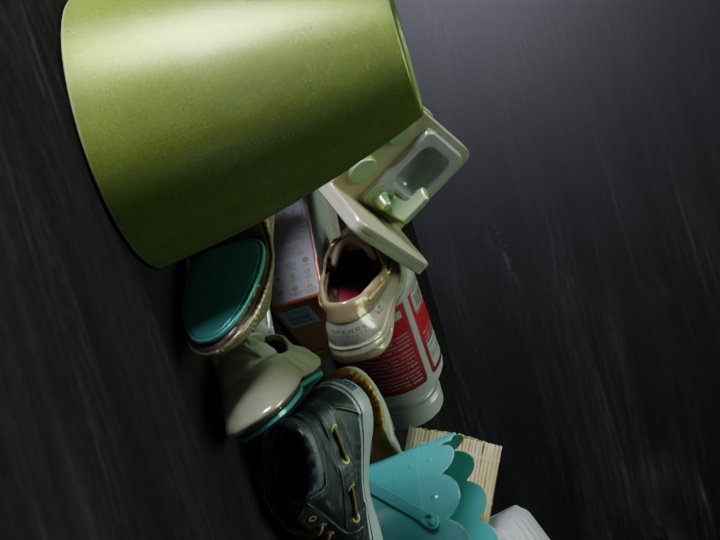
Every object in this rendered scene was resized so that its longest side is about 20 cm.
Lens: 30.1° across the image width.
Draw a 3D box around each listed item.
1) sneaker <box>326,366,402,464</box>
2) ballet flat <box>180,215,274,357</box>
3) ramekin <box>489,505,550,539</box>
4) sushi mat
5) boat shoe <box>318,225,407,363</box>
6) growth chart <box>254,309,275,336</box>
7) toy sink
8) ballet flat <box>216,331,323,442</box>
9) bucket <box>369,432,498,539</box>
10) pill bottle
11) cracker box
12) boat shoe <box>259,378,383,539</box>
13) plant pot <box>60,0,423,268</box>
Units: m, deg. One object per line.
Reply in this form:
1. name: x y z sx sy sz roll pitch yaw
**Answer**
1. sneaker: 0.019 0.192 1.375 0.088 0.075 0.201 -21 96 -83
2. ballet flat: -0.085 -0.006 0.959 0.065 0.070 0.201 63 22 -44
3. ramekin: 0.115 0.323 1.399 0.095 0.202 0.202 62 5 11
4. sushi mat: 0.076 0.258 1.309 0.012 0.095 0.201 81 20 -78
5. boat shoe: 0.000 0.000 1.209 0.200 0.073 0.069 -88 164 -58
6. growth chart: -0.104 -0.010 1.081 0.200 0.018 0.145 57 19 -68
7. toy sink: 0.012 -0.115 1.211 0.130 0.112 0.200 30 19 -54
8. ballet flat: -0.075 0.078 0.986 0.200 0.069 0.070 -23 97 -85
9. bucket: 0.050 0.256 1.204 0.207 0.134 0.208 -16 90 -81
10. pill bottle: 0.030 0.082 1.547 0.112 0.112 0.201 -94 167 -58
11. cracker box: -0.057 -0.029 1.319 0.134 0.057 0.201 57 20 -59
12. boat shoe: -0.035 0.189 1.039 0.091 0.071 0.201 -29 120 -53
13. plant pot: -0.066 -0.118 0.880 0.187 0.199 0.188 -16 90 -83
